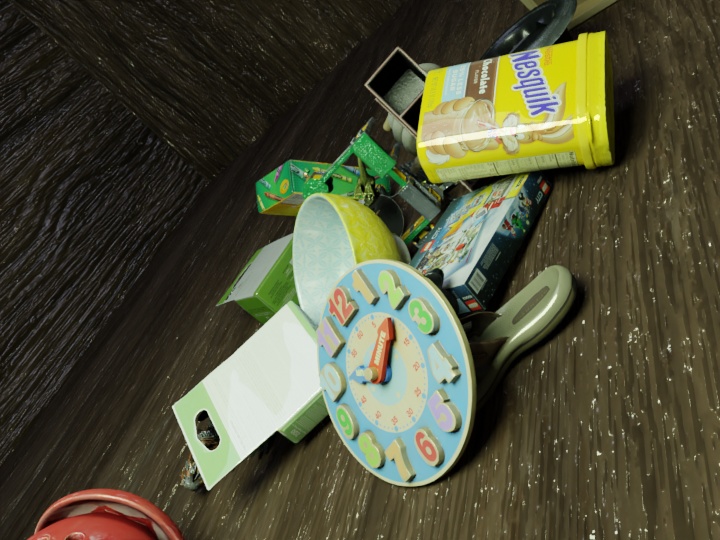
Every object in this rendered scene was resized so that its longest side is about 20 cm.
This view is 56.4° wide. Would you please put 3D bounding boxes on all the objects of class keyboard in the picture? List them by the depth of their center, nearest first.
[{"bbox_3d":[0.080,-0.140,1.063,0.127,0.021,0.200,-32,20,1],"label":"keyboard"}]

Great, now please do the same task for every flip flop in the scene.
[{"bbox_3d":[0.107,0.065,0.602,0.200,0.057,0.081,-47,19,14],"label":"flip flop"}]

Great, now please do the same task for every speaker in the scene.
[{"bbox_3d":[-0.016,-0.065,1.070,0.081,0.081,0.200,-55,21,-21],"label":"speaker"}]

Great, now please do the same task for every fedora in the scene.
[{"bbox_3d":[0.244,-0.290,0.943,0.200,0.092,0.201,-42,17,16],"label":"fedora"}]

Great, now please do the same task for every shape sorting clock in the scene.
[{"bbox_3d":[0.021,0.090,0.594,0.199,0.039,0.201,5,96,52],"label":"shape sorting clock"}]

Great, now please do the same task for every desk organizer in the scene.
[{"bbox_3d":[0.102,-0.193,0.874,0.072,0.200,0.077,-46,-11,11],"label":"desk organizer"}]

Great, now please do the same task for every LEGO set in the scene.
[{"bbox_3d":[0.025,-0.113,0.929,0.154,0.199,0.116,-53,8,24],"label":"LEGO set"}]

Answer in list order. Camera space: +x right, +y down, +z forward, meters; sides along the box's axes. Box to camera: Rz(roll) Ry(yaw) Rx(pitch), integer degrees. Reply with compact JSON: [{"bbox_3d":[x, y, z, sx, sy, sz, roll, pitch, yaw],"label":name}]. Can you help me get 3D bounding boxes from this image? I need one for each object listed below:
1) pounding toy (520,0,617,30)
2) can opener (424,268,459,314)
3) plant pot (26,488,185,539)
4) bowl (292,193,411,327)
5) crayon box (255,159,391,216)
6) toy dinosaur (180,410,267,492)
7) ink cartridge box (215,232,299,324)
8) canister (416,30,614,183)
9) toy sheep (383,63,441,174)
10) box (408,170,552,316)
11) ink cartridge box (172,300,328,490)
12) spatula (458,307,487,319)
[{"bbox_3d":[0.346,-0.489,1.014,0.200,0.184,0.143,-22,43,50],"label":"pounding toy"},{"bbox_3d":[0.034,0.092,0.663,0.079,0.063,0.201,-22,-37,-62],"label":"can opener"},{"bbox_3d":[-0.280,0.346,0.684,0.200,0.200,0.183,-41,13,17],"label":"plant pot"},{"bbox_3d":[0.000,0.000,0.841,0.107,0.201,0.200,-8,4,-25],"label":"bowl"},{"bbox_3d":[-0.061,-0.133,1.140,0.119,0.199,0.059,-19,74,52],"label":"crayon box"},{"bbox_3d":[-0.178,0.198,0.904,0.136,0.102,0.201,137,146,-65],"label":"toy dinosaur"},{"bbox_3d":[-0.163,0.020,1.223,0.200,0.076,0.148,-16,37,58],"label":"ink cartridge box"},{"bbox_3d":[0.171,-0.174,0.741,0.199,0.087,0.149,-4,59,26],"label":"canister"},{"bbox_3d":[0.099,-0.231,0.986,0.137,0.200,0.138,-27,-23,-13],"label":"toy sheep"},{"bbox_3d":[0.119,-0.026,0.753,0.136,0.038,0.200,-21,26,52],"label":"box"},{"bbox_3d":[-0.116,0.148,0.798,0.200,0.048,0.146,-43,45,-1],"label":"ink cartridge box"},{"bbox_3d":[0.060,0.080,0.728,0.200,0.021,0.057,-30,27,39],"label":"spatula"}]
